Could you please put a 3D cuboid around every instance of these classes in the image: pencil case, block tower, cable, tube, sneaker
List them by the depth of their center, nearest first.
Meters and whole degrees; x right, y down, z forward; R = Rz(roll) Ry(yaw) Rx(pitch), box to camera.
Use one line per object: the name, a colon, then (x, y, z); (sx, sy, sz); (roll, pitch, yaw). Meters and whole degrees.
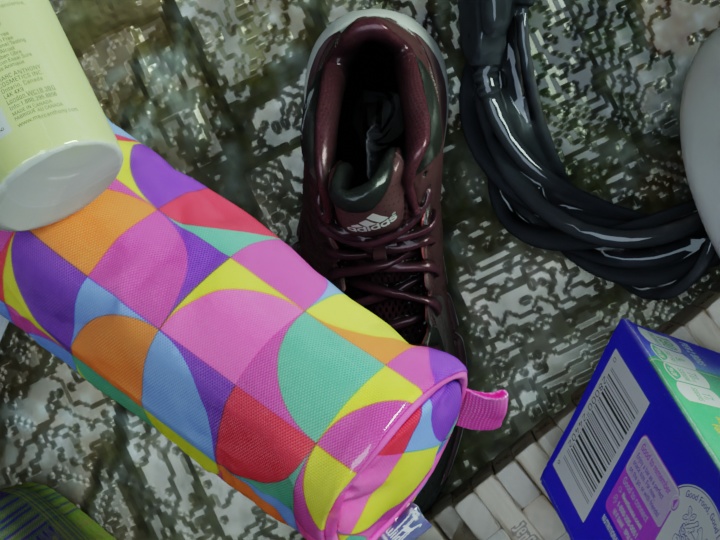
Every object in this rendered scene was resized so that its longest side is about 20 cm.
tube: (-0.145, -0.108, 0.737); (0.058, 0.052, 0.201); (-16, 66, -34)
pencil case: (-0.051, 0.020, 0.746); (0.199, 0.088, 0.089); (34, 93, 21)
sneaker: (0.000, 0.000, 0.793); (0.075, 0.116, 0.202); (-3, 91, 3)
block tower: (0.098, 0.071, 0.820); (0.200, 0.058, 0.054); (-39, 90, 2)
cable: (0.118, -0.090, 0.824); (0.162, 0.051, 0.202); (-5, 89, -2)

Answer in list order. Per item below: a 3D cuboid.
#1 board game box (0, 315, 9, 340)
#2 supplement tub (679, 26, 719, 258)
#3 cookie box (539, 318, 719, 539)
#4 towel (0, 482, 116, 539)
board game box: (-0.229, 0.002, 0.778); (0.199, 0.026, 0.201); (25, 58, -10)
supplement tub: (0.228, -0.061, 0.745); (0.199, 0.145, 0.146); (-30, 90, -18)
cookie box: (0.182, 0.111, 0.726); (0.199, 0.171, 0.076); (18, 111, -22)
towel: (-0.102, 0.141, 0.760); (0.144, 0.200, 0.023); (44, 100, 1)
